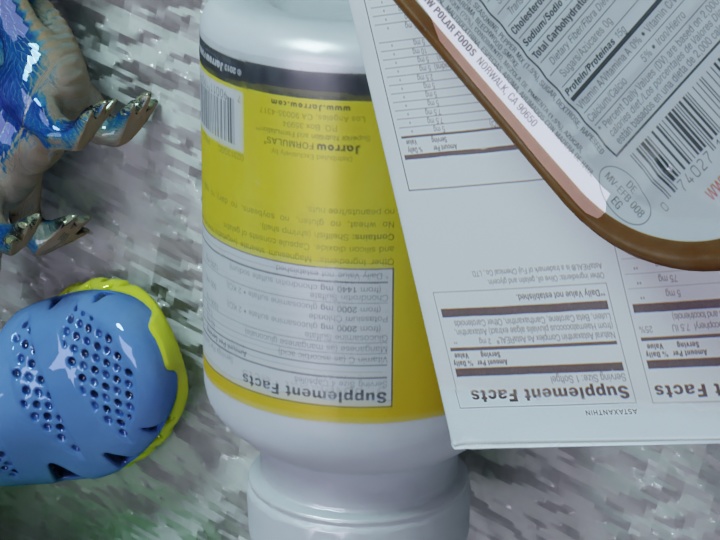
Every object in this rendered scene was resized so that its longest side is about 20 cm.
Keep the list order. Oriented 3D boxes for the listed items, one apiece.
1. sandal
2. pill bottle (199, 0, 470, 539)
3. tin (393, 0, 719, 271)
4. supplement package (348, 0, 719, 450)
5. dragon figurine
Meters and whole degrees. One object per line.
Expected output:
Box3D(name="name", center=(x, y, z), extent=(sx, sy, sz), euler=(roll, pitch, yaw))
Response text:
Box3D(name="sandal", center=(-0.153, 0.063, 1.095), extent=(0.199, 0.087, 0.080), euler=(-25, 90, 36))
Box3D(name="pill bottle", center=(0.000, 0.000, 0.948), extent=(0.112, 0.112, 0.201), euler=(13, 114, 31))
Box3D(name="tin", center=(0.063, -0.089, 0.723), extent=(0.200, 0.042, 0.112), euler=(50, 125, 12))
Box3D(name="supplement package", center=(0.104, -0.066, 0.824), extent=(0.150, 0.152, 0.201), euler=(-5, 104, 39))
Box3D(name="dragon figurine", center=(-0.147, -0.056, 1.056), extent=(0.099, 0.059, 0.200), euler=(39, 114, 17))
